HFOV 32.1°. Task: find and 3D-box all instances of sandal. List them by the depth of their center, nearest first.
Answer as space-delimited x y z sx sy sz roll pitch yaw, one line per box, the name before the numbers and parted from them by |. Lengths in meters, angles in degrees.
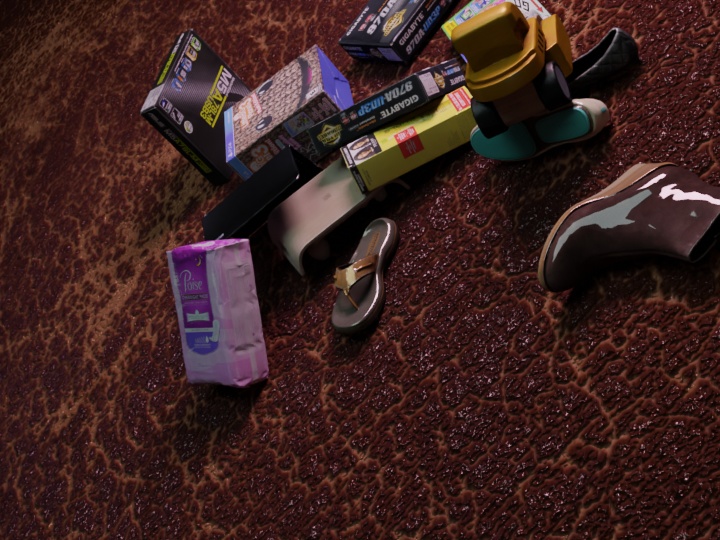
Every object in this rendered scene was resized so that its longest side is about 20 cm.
sandal | 0.000 0.000 1.675 0.081 0.055 0.201 -13 45 40

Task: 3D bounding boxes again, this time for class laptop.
laptop | -0.138 -0.090 1.864 0.177 0.200 0.104 -39 65 10

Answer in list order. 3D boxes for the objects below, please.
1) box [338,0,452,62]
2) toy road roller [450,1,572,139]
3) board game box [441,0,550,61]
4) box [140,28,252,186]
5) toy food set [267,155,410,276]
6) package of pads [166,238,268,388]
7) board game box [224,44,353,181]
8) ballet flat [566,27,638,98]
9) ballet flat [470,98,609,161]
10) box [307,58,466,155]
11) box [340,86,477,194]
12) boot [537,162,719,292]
box | 0.074 -0.433 2.060 0.200 0.046 0.159 -54 34 -12
toy road roller | 0.186 -0.279 1.582 0.122 0.146 0.201 -22 30 23
board game box | 0.204 -0.357 1.848 0.134 0.029 0.200 -38 33 10
box | -0.272 -0.282 2.162 0.047 0.193 0.201 -18 40 38
toy food set | -0.034 -0.086 1.818 0.200 0.061 0.144 -38 32 -4
package of pads | -0.195 0.060 1.718 0.120 0.202 0.075 -4 6 44
board game box | -0.115 -0.241 2.029 0.199 0.097 0.160 -34 34 17
ballet flat | 0.272 -0.258 1.651 0.199 0.057 0.067 -29 35 24
ballet flat | 0.234 -0.187 1.621 0.199 0.069 0.070 -5 50 43
box | 0.040 -0.240 1.830 0.199 0.046 0.159 -24 5 30
box | 0.074 -0.183 1.753 0.199 0.050 0.075 -25 30 4
boot | 0.300 -0.037 1.362 0.200 0.072 0.166 -46 30 -7
